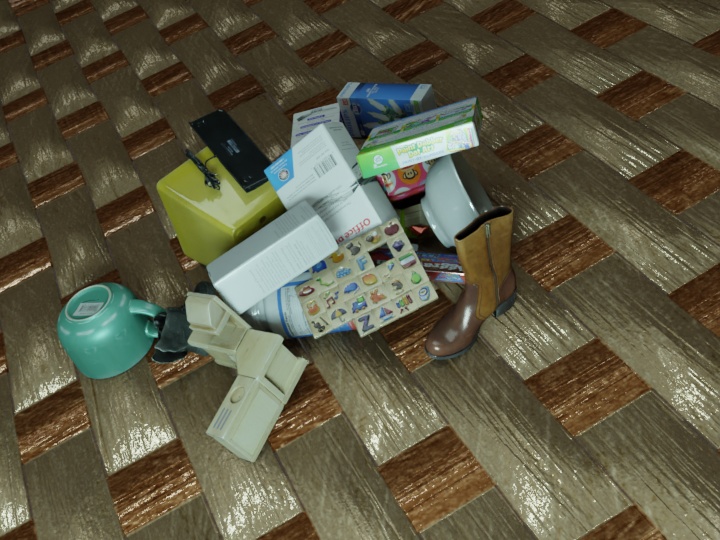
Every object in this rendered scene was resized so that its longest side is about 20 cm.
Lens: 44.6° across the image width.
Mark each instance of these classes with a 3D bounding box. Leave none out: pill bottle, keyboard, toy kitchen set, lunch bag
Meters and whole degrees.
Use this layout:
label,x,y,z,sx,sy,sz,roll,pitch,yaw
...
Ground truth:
label,x,y,z,sx,sy,sz,roll,pitch,yaw
pill bottle,-0.094,0.053,1.449,0.197,0.113,0.113,-8,42,14
keyboard,-0.249,-0.208,1.579,0.126,0.021,0.200,-29,59,-23
toy kitchen set,-0.230,0.155,1.347,0.198,0.163,0.182,6,59,43
lunch bag,0.076,-0.173,1.604,0.198,0.083,0.176,-20,2,-11

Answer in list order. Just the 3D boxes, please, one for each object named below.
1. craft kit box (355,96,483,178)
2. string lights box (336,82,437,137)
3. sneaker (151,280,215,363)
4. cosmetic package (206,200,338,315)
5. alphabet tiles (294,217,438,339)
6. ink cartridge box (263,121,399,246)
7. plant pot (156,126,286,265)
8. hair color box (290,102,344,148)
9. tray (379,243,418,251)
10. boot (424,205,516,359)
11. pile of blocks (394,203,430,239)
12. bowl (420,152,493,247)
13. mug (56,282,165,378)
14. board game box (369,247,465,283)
label,x,y,z,sx,sy,sz,roll,pitch,yaw
craft kit box,0.104,-0.226,1.473,0.197,0.049,0.198,-14,17,16
string lights box,0.059,-0.328,1.809,0.198,0.104,0.059,8,47,30
sneaker,-0.306,0.082,1.510,0.103,0.060,0.201,15,38,-23
cosmetic package,-0.142,-0.021,1.403,0.199,0.074,0.102,-35,23,-3
alphabet tiles,0.000,0.023,1.366,0.198,0.008,0.168,-27,57,1
ink cartridge box,-0.048,-0.128,1.495,0.144,0.202,0.084,-33,-4,27
plant pot,-0.225,-0.107,1.630,0.200,0.201,0.176,-40,56,-22
hair color box,-0.086,-0.261,1.827,0.108,0.065,0.202,-12,43,11
tray,0.000,0.000,1.538,0.197,0.022,0.108,-2,43,21
boot,0.162,0.023,1.305,0.187,0.201,0.069,-30,51,-14
pile of blocks,0.055,-0.073,1.577,0.198,0.082,0.063,-3,78,30
bowl,0.162,-0.102,1.471,0.090,0.201,0.202,-28,38,17
mug,-0.443,0.088,1.552,0.184,0.115,0.152,-34,42,-15
board game box,0.104,-0.009,1.449,0.197,0.020,0.103,4,20,12
